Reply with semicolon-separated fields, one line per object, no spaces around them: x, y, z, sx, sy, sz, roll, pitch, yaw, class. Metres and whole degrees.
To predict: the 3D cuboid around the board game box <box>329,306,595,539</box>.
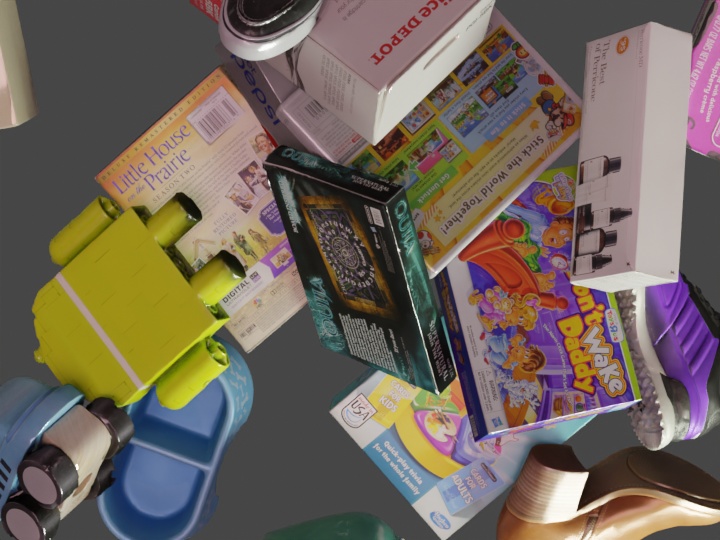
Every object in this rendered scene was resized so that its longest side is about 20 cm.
0.097;0.107;1.678;0.200;0.047;0.151;-41;96;11;board game box

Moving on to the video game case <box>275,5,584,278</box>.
0.063;-0.124;1.588;0.200;0.023;0.182;-43;88;-19;video game case

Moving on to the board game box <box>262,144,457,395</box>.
0.000;0.000;1.584;0.135;0.028;0.201;22;141;38;board game box

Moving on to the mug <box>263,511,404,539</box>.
-0.003;0.297;1.673;0.114;0.152;0.186;-16;101;5;mug

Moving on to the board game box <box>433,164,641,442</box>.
0.135;0.025;1.603;0.133;0.045;0.201;-11;79;-14;board game box

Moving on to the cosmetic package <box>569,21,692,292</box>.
0.214;-0.089;1.568;0.050;0.082;0.202;13;76;-33;cosmetic package

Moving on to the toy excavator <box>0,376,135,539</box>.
-0.310;0.141;1.663;0.200;0.100;0.195;39;135;10;toy excavator

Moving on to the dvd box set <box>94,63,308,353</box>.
-0.106;-0.051;1.669;0.146;0.029;0.200;-41;97;11;dvd box set

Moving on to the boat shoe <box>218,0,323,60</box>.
-0.038;-0.242;1.466;0.073;0.068;0.200;35;65;14;boat shoe

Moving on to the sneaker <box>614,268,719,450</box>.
0.263;0.042;1.646;0.099;0.070;0.202;-9;89;-18;sneaker

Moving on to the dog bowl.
-0.165;0.151;1.708;0.111;0.050;0.201;20;103;0;dog bowl

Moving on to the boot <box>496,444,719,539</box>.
0.208;0.230;1.689;0.198;0.074;0.156;10;116;-11;boot

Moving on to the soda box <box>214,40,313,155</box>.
-0.036;-0.119;1.615;0.063;0.068;0.201;-33;95;-21;soda box

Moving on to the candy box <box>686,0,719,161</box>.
0.353;-0.136;1.599;0.199;0.061;0.137;23;102;-1;candy box

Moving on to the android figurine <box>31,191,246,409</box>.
-0.191;0.032;1.646;0.200;0.041;0.182;-43;81;18;android figurine

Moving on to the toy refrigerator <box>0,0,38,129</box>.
-0.327;-0.217;1.631;0.069;0.076;0.202;-10;101;7;toy refrigerator

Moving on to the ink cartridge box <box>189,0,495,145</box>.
-0.015;-0.216;1.540;0.200;0.083;0.147;39;65;15;ink cartridge box
